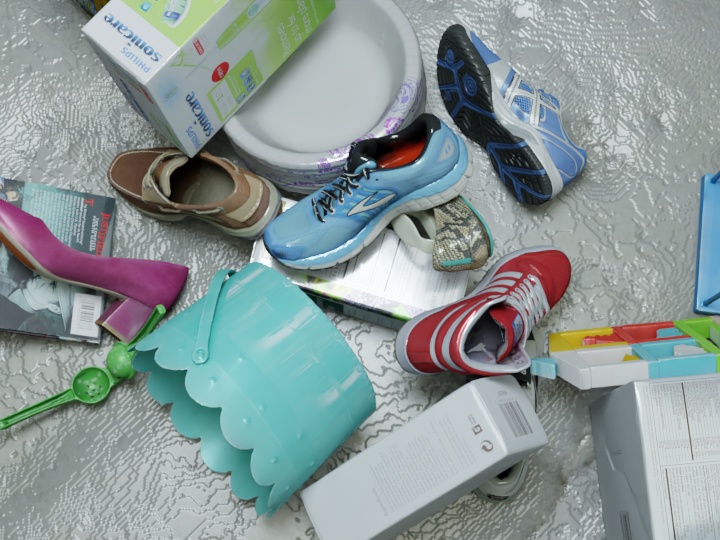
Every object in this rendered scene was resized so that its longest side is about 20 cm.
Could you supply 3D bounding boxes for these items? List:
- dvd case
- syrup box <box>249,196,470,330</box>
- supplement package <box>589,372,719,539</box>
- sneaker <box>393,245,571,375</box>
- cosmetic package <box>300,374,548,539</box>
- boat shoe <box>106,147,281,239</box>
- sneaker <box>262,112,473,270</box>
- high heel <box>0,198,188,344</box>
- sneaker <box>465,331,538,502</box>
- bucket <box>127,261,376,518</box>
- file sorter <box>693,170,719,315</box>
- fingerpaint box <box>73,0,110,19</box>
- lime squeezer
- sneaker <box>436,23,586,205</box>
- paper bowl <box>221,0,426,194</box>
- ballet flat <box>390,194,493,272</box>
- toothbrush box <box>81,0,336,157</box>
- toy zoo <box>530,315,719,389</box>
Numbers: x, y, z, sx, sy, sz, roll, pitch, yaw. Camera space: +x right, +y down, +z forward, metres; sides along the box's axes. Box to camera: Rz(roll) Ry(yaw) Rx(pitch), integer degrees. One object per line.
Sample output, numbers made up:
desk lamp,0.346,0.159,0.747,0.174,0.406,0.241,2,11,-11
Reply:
dvd case,-0.333,-0.015,1.202,0.199,0.022,0.147,9,77,-23
syrup box,0.000,0.000,1.216,0.199,0.079,0.082,16,79,2
supplement package,0.324,0.167,1.131,0.199,0.191,0.148,-5,80,-2
sneaker,0.135,0.035,1.132,0.200,0.112,0.071,-30,103,-27
cosmetic package,0.055,0.172,1.125,0.200,0.102,0.074,-34,73,23
boat shoe,-0.165,-0.085,1.200,0.199,0.072,0.076,12,76,33
sneaker,-0.003,-0.078,1.130,0.200,0.090,0.079,-31,51,3
high heel,-0.252,-0.023,1.188,0.200,0.067,0.096,43,75,-20
sneaker,0.134,0.111,1.193,0.074,0.089,0.201,-1,77,0
bucket,-0.093,0.100,1.135,0.135,0.207,0.207,-40,82,-19
file sorter,0.431,-0.027,1.210,0.199,0.123,0.139,7,78,1
fingerpaint box,-0.236,-0.281,1.208,0.073,0.200,0.167,-43,83,-8
lime squeezer,-0.242,0.089,1.189,0.200,0.071,0.038,-34,55,15
sneaker,0.145,-0.158,1.265,0.077,0.076,0.200,-26,79,-29
paper bowl,-0.036,-0.169,1.226,0.200,0.104,0.202,-3,69,8
ballet flat,0.058,-0.065,1.189,0.075,0.068,0.200,-12,38,-9
toothbrush box,-0.126,-0.221,1.126,0.086,0.146,0.200,41,80,19
toy zoo,0.253,0.075,1.181,0.199,0.131,0.021,-5,102,-2
